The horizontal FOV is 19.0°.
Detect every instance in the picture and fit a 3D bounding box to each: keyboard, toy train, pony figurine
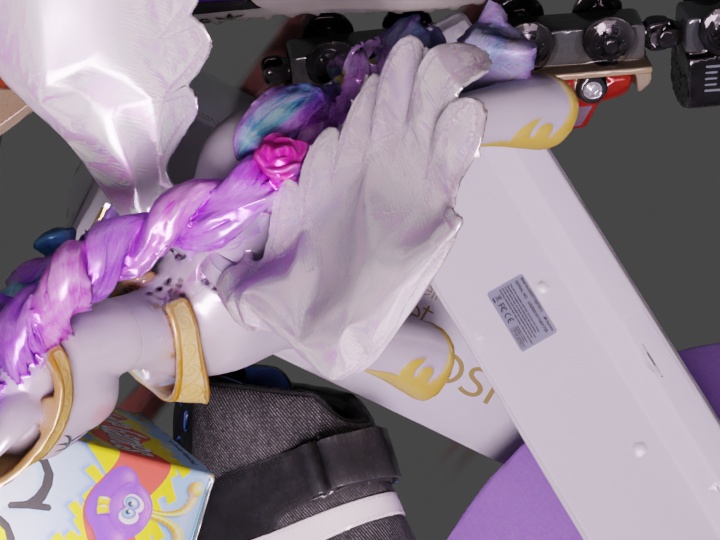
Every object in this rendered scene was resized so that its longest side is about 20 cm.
[{"bbox_3d":[0.058,0.010,0.689,0.056,0.011,0.200,-31,75,1],"label":"keyboard"},{"bbox_3d":[0.066,-0.070,0.744,0.200,0.034,0.046,-5,121,-4],"label":"toy train"},{"bbox_3d":[-0.028,-0.019,0.594,0.167,0.200,0.193,41,124,25],"label":"pony figurine"}]

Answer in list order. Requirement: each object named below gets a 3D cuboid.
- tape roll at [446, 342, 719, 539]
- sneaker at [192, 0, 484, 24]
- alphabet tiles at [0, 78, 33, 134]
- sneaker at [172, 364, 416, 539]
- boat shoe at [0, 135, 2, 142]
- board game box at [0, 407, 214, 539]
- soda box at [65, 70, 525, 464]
[{"bbox_3d":[0.118,0.126,0.762,0.200,0.066,0.200,-17,129,-23],"label":"tape roll"},{"bbox_3d":[-0.007,-0.121,0.671,0.200,0.100,0.070,-12,81,-1],"label":"sneaker"},{"bbox_3d":[-0.150,-0.126,0.653,0.167,0.008,0.200,-35,75,7],"label":"alphabet tiles"},{"bbox_3d":[-0.062,0.091,0.764,0.200,0.073,0.112,-14,80,34],"label":"sneaker"},{"bbox_3d":[-0.146,-0.061,0.708,0.073,0.063,0.200,5,110,-8],"label":"boat shoe"},{"bbox_3d":[-0.163,0.075,0.658,0.200,0.105,0.103,17,91,-20],"label":"board game box"},{"bbox_3d":[0.000,0.000,0.743,0.200,0.068,0.064,26,106,-14],"label":"soda box"}]
